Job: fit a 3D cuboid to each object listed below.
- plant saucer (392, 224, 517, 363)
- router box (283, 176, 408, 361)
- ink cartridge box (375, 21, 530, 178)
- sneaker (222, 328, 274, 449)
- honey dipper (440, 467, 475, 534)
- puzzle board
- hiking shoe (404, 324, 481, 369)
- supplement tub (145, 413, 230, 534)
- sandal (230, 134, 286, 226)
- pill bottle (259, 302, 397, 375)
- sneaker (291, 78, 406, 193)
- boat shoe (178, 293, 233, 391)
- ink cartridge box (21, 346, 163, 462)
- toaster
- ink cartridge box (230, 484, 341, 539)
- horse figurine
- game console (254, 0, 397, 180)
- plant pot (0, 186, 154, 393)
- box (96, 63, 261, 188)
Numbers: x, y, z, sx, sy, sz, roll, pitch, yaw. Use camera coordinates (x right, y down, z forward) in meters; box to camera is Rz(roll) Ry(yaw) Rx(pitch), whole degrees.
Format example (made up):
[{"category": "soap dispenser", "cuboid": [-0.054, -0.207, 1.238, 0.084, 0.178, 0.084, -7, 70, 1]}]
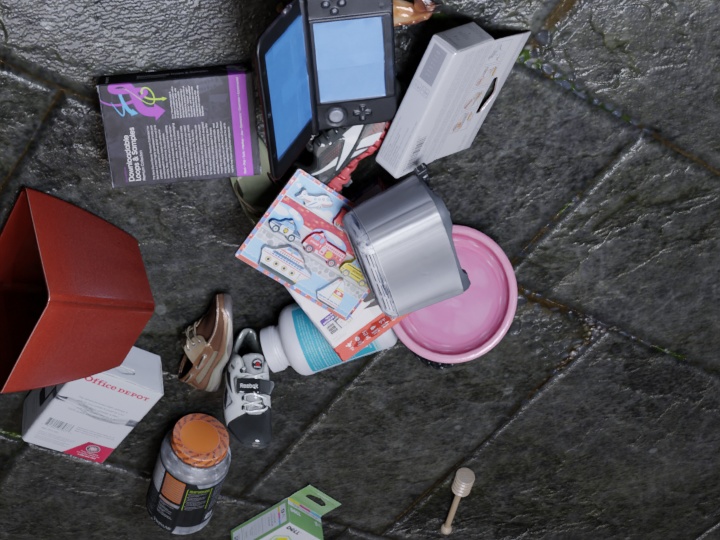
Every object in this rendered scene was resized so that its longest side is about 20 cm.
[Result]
[{"category": "plant saucer", "cuboid": [0.135, 0.036, 1.788, 0.197, 0.204, 0.051, -18, 171, 7]}, {"category": "router box", "cuboid": [0.000, 0.000, 1.722, 0.199, 0.049, 0.180, -36, 103, 12]}, {"category": "ink cartridge box", "cuboid": [0.119, -0.228, 1.570, 0.175, 0.045, 0.201, -26, 151, -47]}, {"category": "sneaker", "cuboid": [-0.171, 0.174, 1.827, 0.073, 0.202, 0.089, 2, 135, -21]}, {"category": "honey dipper", "cuboid": [0.179, 0.448, 2.303, 0.037, 0.038, 0.202, 0, 137, -12]}, {"category": "puzzle board", "cuboid": [-0.051, -0.030, 1.649, 0.199, 0.017, 0.151, 31, 106, -26]}, {"category": "hiking shoe", "cuboid": [0.154, 0.092, 1.902, 0.198, 0.101, 0.076, -16, 121, 46]}, {"category": "supplement tub", "cuboid": [-0.287, 0.340, 2.027, 0.120, 0.124, 0.202, 7, 134, -19]}, {"category": "sandal", "cuboid": [-0.137, -0.105, 1.655, 0.079, 0.058, 0.202, -23, 134, 9]}, {"category": "pill bottle", "cuboid": [-0.050, 0.091, 1.835, 0.197, 0.112, 0.111, -19, 136, 7]}, {"category": "sneaker", "cuboid": [-0.021, -0.184, 1.591, 0.097, 0.072, 0.200, 21, 128, -33]}, {"category": "boat shoe", "cuboid": [-0.238, 0.114, 1.845, 0.071, 0.076, 0.202, 6, 132, -16]}, {"category": "ink cartridge box", "cuboid": [-0.418, 0.197, 1.881, 0.144, 0.084, 0.200, 24, 125, -31]}, {"category": "toaster", "cuboid": [0.058, -0.033, 1.597, 0.128, 0.114, 0.202, -25, 131, -5]}, {"category": "ink cartridge box", "cuboid": [-0.137, 0.487, 2.254, 0.199, 0.060, 0.104, -33, 132, 21]}, {"category": "horse figurine", "cuboid": [-0.016, -0.311, 1.480, 0.199, 0.050, 0.132, -36, 126, 22]}, {"category": "game console", "cuboid": [-0.035, -0.226, 1.440, 0.169, 0.120, 0.202, -6, 133, -2]}, {"category": "plant pot", "cuboid": [-0.397, 0.035, 1.657, 0.174, 0.202, 0.201, 7, 135, -37]}, {"category": "box", "cuboid": [-0.231, -0.186, 1.548, 0.196, 0.036, 0.145, -6, 121, -8]}]
